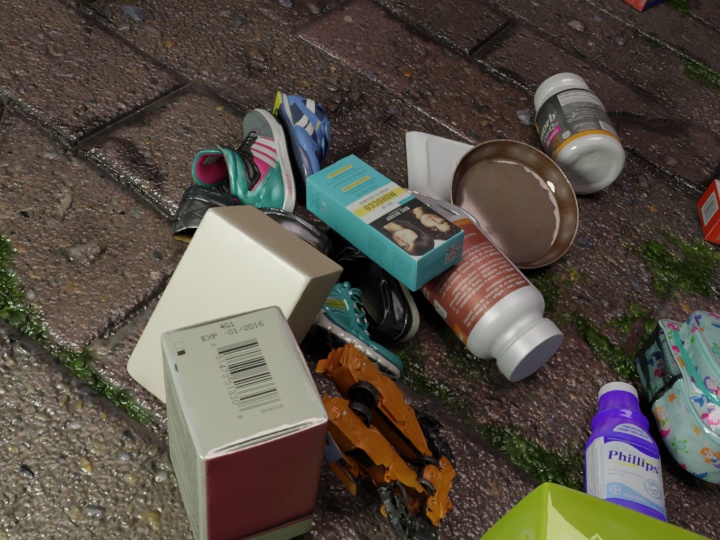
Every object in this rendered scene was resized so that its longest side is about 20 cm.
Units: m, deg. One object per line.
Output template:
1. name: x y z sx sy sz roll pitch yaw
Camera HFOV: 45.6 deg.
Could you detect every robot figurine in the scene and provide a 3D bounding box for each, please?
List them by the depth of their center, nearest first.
1. robot figurine: 0.024 0.176 0.850 0.200 0.058 0.145 51 37 -20

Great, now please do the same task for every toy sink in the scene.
1. toy sink: -0.130 0.050 0.904 0.130 0.201 0.112 33 14 12

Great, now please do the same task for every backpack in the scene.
1. backpack: 0.446 0.157 1.044 0.176 0.151 0.201 12 48 -13

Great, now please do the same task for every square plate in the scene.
1. square plate: 0.167 -0.134 1.295 0.198 0.029 0.199 12 43 -11

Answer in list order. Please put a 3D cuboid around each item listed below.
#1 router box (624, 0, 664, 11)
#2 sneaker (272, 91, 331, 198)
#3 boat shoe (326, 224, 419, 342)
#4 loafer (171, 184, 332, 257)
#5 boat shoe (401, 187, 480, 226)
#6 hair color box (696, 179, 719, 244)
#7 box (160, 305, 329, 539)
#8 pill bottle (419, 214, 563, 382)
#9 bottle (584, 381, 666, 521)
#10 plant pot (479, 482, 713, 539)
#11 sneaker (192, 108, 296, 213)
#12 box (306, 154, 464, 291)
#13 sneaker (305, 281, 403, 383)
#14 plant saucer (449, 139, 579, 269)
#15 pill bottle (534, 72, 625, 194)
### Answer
1. router box: 0.657 -0.710 2.066 0.179 0.049 0.199 41 45 18
2. sneaker: -0.073 -0.180 1.207 0.081 0.074 0.201 5 47 -22
3. boat shoe: -0.001 0.002 1.050 0.066 0.074 0.201 3 52 -45
4. loafer: -0.134 -0.037 1.045 0.198 0.073 0.073 15 51 6
5. boat shoe: 0.067 -0.070 1.145 0.198 0.074 0.065 12 -1 0
6. hair color box: 0.669 -0.071 1.422 0.198 0.062 0.102 18 43 -3
7. box: -0.105 0.149 0.757 0.108 0.201 0.128 -14 52 -20
8. pill bottle: 0.153 0.035 1.057 0.112 0.113 0.200 -17 55 -35
9. bottle: 0.297 0.216 0.971 0.083 0.066 0.201 19 43 -3
10. plant pot: 0.196 0.326 0.728 0.197 0.201 0.182 21 48 -3
11. sneaker: -0.163 -0.146 1.131 0.120 0.084 0.201 8 45 -30
12. box: 0.026 -0.062 1.034 0.082 0.049 0.200 -31 52 -30
13. sneaker: -0.024 0.051 0.977 0.200 0.078 0.080 40 66 17
14. plant saucer: 0.216 -0.092 1.228 0.198 0.035 0.202 5 69 -14
15. pill bottle: 0.352 -0.229 1.405 0.115 0.117 0.201 8 44 -15
